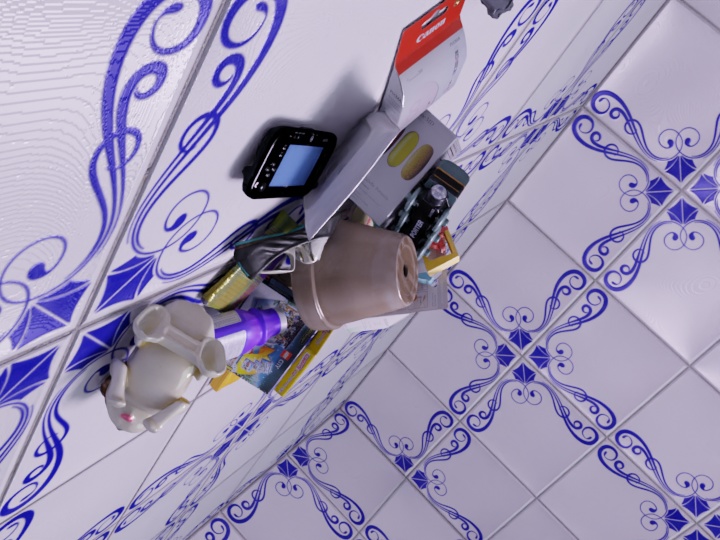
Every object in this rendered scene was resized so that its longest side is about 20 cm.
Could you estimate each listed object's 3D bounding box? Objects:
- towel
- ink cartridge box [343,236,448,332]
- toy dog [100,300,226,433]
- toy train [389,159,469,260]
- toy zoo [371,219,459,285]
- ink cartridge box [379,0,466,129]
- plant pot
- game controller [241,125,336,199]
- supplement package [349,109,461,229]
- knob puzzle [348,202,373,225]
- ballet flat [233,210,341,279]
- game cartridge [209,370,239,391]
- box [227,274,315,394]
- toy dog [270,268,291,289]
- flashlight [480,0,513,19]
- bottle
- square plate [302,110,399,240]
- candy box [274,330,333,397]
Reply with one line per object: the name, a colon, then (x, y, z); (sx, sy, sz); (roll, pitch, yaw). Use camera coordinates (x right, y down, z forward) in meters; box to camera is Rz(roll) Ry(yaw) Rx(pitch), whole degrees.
towel: (-0.177, -0.008, 1.255); (0.200, 0.023, 0.144); (-47, 168, -3)
ink cartridge box: (0.065, 0.024, 1.413); (0.050, 0.197, 0.163); (67, 21, -54)
toy dog: (-0.302, 0.146, 1.102); (0.201, 0.139, 0.195); (-53, -156, 20)
toy train: (0.117, -0.100, 1.307); (0.114, 0.085, 0.200); (-52, 174, -29)
toy zoo: (0.100, -0.057, 1.405); (0.129, 0.202, 0.021); (-17, 147, -1)
ink cartridge box: (0.109, -0.321, 1.181); (0.162, 0.057, 0.200); (-42, 172, -25)
plant pot: (0.000, 0.000, 1.292); (0.200, 0.171, 0.203); (-2, 90, -68)
game controller: (-0.092, -0.147, 1.042); (0.105, 0.042, 0.200); (-51, 169, 19)
supplement package: (0.069, -0.182, 1.335); (0.200, 0.114, 0.109); (-49, 169, 5)
knob puzzle: (0.023, -0.127, 1.507); (0.220, 0.030, 0.221); (-48, 155, -31)
ballet flat: (-0.106, -0.036, 1.186); (0.198, 0.069, 0.068); (-22, -174, -31)
game cartridge: (-0.222, 0.167, 1.657); (0.177, 0.032, 0.200); (-54, 168, 29)
box: (-0.174, 0.118, 1.395); (0.201, 0.136, 0.038); (-52, -168, 25)
toy dog: (-0.113, 0.041, 1.461); (0.200, 0.096, 0.132); (-38, 166, -37)
flashlight: (0.192, -0.423, 1.112); (0.067, 0.069, 0.200); (-26, -179, 21)
bottle: (-0.215, 0.106, 1.274); (0.198, 0.065, 0.084); (-16, 146, -38)
square plate: (-0.025, -0.153, 1.134); (0.200, 0.028, 0.198); (-50, -164, 11)
candy box: (-0.095, 0.152, 1.398); (0.103, 0.026, 0.200); (-54, 180, 17)
